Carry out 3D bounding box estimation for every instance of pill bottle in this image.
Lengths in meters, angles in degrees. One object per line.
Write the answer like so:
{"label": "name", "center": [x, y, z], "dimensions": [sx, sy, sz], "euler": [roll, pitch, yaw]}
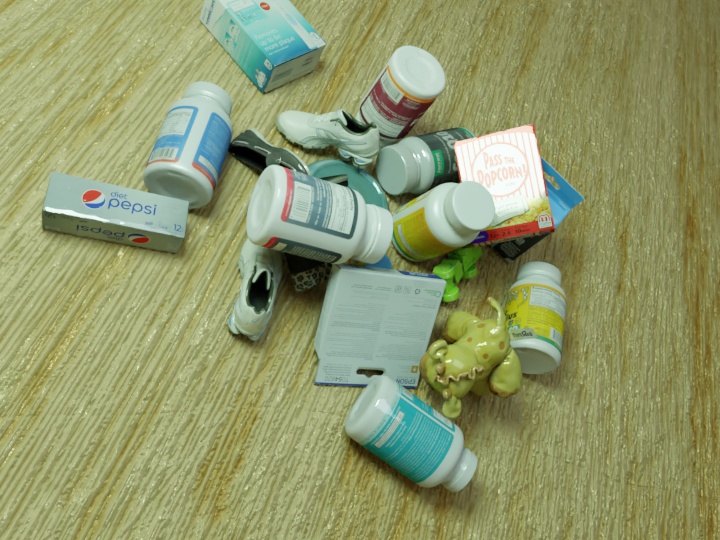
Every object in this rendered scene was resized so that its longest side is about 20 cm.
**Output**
{"label": "pill bottle", "center": [0.145, -0.089, 1.123], "dimensions": [0.113, 0.200, 0.113], "euler": [6, 76, -25]}
{"label": "pill bottle", "center": [0.332, 0.086, 1.205], "dimensions": [0.113, 0.113, 0.200], "euler": [27, 56, -13]}
{"label": "pill bottle", "center": [-0.058, -0.074, 0.950], "dimensions": [0.200, 0.120, 0.120], "euler": [15, 59, -28]}
{"label": "pill bottle", "center": [0.083, 0.262, 0.986], "dimensions": [0.200, 0.111, 0.111], "euler": [37, 54, -6]}
{"label": "pill bottle", "center": [-0.274, -0.211, 1.040], "dimensions": [0.112, 0.112, 0.200], "euler": [21, 58, -17]}
{"label": "pill bottle", "center": [0.067, -0.324, 1.222], "dimensions": [0.114, 0.200, 0.114], "euler": [12, 61, -22]}
{"label": "pill bottle", "center": [0.136, -0.216, 1.256], "dimensions": [0.200, 0.113, 0.113], "euler": [-20, 76, -33]}

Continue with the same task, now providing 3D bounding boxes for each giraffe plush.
{"label": "giraffe plush", "center": [0.170, 0.155, 1.035], "dimensions": [0.162, 0.200, 0.173], "euler": [-26, 77, -30]}

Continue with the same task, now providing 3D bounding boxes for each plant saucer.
{"label": "plant saucer", "center": [-0.029, -0.129, 1.180], "dimensions": [0.200, 0.027, 0.200], "euler": [12, 60, -23]}

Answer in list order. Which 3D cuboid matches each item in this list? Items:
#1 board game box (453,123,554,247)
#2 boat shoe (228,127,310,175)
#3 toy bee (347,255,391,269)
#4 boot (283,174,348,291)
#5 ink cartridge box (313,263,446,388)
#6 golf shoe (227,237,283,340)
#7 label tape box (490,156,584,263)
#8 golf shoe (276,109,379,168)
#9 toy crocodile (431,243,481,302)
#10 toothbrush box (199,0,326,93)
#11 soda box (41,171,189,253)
{"label": "board game box", "center": [0.264, -0.155, 1.171], "dimensions": [0.151, 0.046, 0.200], "euler": [-12, 81, 15]}
{"label": "boat shoe", "center": [-0.157, -0.183, 1.079], "dimensions": [0.057, 0.067, 0.200], "euler": [-36, 48, -20]}
{"label": "toy bee", "center": [0.000, 0.000, 1.080], "dimensions": [0.109, 0.131, 0.200], "euler": [-9, 79, -5]}
{"label": "boot", "center": [-0.075, -0.071, 1.081], "dimensions": [0.204, 0.073, 0.154], "euler": [-37, 115, -46]}
{"label": "ink cartridge box", "center": [0.027, 0.094, 1.041], "dimensions": [0.199, 0.041, 0.200], "euler": [8, 105, -26]}
{"label": "golf shoe", "center": [-0.153, 0.008, 1.002], "dimensions": [0.078, 0.097, 0.200], "euler": [14, 58, -19]}
{"label": "label tape box", "center": [0.315, -0.123, 1.248], "dimensions": [0.143, 0.200, 0.066], "euler": [43, 52, -1]}
{"label": "golf shoe", "center": [-0.057, -0.270, 1.172], "dimensions": [0.200, 0.097, 0.078], "euler": [18, 54, 1]}
{"label": "toy crocodile", "center": [0.173, -0.002, 1.204], "dimensions": [0.200, 0.062, 0.068], "euler": [-44, 129, -38]}
{"label": "toothbrush box", "center": [-0.190, -0.467, 1.232], "dimensions": [0.146, 0.085, 0.200], "euler": [-37, 84, -36]}
{"label": "soda box", "center": [-0.367, -0.084, 0.955], "dimensions": [0.200, 0.063, 0.068], "euler": [11, 62, -23]}
